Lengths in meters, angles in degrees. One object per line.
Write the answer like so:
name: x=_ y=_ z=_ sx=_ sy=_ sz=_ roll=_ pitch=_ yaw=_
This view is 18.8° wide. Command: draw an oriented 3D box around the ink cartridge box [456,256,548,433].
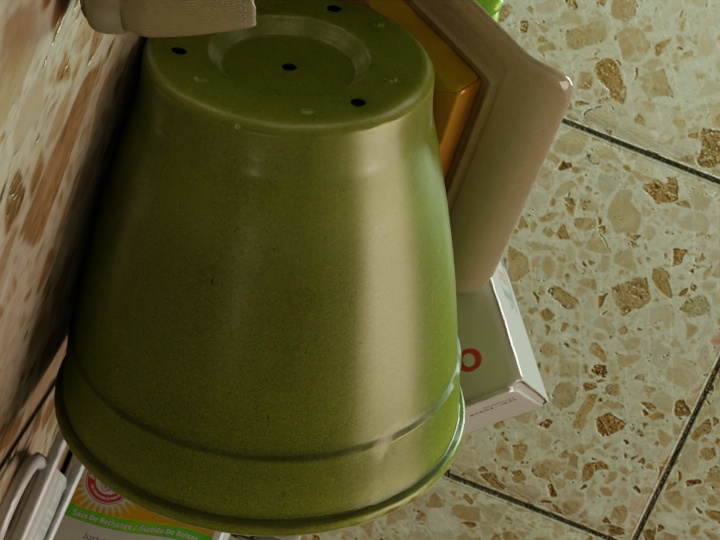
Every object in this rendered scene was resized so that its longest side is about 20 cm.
ink cartridge box: x=0.000 y=0.000 z=1.180 sx=0.083 sy=0.146 sz=0.201 roll=36 pitch=35 yaw=-70

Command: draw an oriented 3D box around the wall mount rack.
wall mount rack: x=-0.156 y=0.169 z=1.124 sx=0.200 sy=0.074 sz=0.175 roll=102 pitch=10 yaw=-79

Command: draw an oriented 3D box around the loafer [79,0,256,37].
loafer: x=-0.037 y=-0.166 z=0.782 sx=0.076 sy=0.068 sz=0.201 roll=107 pitch=4 yaw=-76

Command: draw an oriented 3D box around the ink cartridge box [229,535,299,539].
ink cartridge box: x=-0.096 y=0.137 z=1.602 sx=0.200 sy=0.145 sz=0.084 roll=108 pitch=2 yaw=-64

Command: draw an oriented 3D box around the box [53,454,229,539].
box: x=-0.154 y=0.210 z=1.288 sx=0.113 sy=0.101 sz=0.201 roll=107 pitch=4 yaw=-72

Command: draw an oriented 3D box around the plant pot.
plant pot: x=-0.040 y=-0.017 z=1.004 sx=0.201 sy=0.199 sz=0.194 roll=-67 pitch=166 yaw=-56

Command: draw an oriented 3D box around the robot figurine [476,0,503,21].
robot figurine: x=0.011 y=-0.160 z=1.331 sx=0.176 sy=0.116 sz=0.200 roll=-48 pitch=-165 yaw=-12

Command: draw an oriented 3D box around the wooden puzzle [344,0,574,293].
wooden puzzle: x=0.002 y=-0.096 z=1.063 sx=0.037 sy=0.200 sz=0.185 roll=-38 pitch=162 yaw=-30
